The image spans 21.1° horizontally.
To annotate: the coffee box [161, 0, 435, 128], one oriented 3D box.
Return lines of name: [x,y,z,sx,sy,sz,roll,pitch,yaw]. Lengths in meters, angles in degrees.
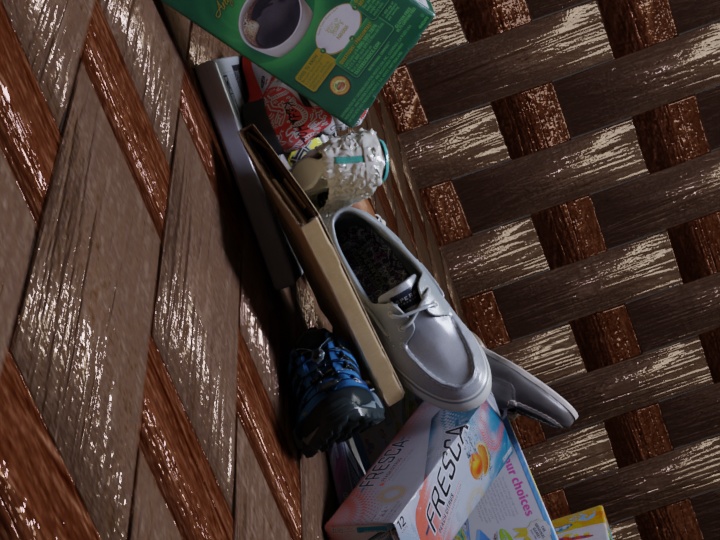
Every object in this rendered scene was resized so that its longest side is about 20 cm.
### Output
coffee box: [-0.053,-0.219,1.552,0.199,0.123,0.044,31,20,-16]

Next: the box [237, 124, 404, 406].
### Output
box: [-0.033,-0.005,1.570,0.164,0.021,0.201,54,-8,53]

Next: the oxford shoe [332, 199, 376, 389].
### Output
oxford shoe: [0.000,0.000,1.723,0.071,0.071,0.201,118,-37,-65]

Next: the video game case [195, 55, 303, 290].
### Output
video game case: [-0.090,-0.090,1.700,0.182,0.023,0.201,-59,129,-81]

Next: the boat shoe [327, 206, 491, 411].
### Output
boat shoe: [0.033,0.029,1.579,0.201,0.070,0.072,51,-8,24]

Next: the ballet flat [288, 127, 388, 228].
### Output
ballet flat: [-0.038,-0.077,1.642,0.200,0.071,0.072,-35,-108,67]

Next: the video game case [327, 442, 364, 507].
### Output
video game case: [0.015,0.254,1.616,0.143,0.019,0.201,64,10,-47]

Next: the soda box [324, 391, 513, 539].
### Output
soda box: [0.050,0.175,1.554,0.200,0.068,0.064,-48,124,-50]

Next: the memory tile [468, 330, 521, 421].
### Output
memory tile: [0.064,0.097,1.794,0.200,0.017,0.154,44,-44,23]

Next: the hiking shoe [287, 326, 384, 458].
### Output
hiking shoe: [-0.031,0.092,1.514,0.087,0.074,0.200,63,-3,-1]

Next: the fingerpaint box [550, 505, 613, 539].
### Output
fingerpaint box: [0.141,0.298,1.750,0.167,0.199,0.074,-78,149,-79]

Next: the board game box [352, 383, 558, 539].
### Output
board game box: [0.078,0.181,1.665,0.034,0.134,0.201,66,3,-63]

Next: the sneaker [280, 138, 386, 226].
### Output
sneaker: [-0.038,-0.090,1.860,0.201,0.076,0.075,64,5,23]

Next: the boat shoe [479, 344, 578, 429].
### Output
boat shoe: [0.089,0.089,1.646,0.199,0.057,0.067,33,-8,10]

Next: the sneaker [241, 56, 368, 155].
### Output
sneaker: [-0.046,-0.163,1.705,0.202,0.107,0.068,-96,164,-65]

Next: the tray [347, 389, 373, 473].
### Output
tray: [0.020,0.153,1.773,0.107,0.022,0.201,-28,102,-47]

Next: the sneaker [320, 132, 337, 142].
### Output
sneaker: [-0.064,-0.167,1.970,0.112,0.073,0.201,-38,118,-87]
